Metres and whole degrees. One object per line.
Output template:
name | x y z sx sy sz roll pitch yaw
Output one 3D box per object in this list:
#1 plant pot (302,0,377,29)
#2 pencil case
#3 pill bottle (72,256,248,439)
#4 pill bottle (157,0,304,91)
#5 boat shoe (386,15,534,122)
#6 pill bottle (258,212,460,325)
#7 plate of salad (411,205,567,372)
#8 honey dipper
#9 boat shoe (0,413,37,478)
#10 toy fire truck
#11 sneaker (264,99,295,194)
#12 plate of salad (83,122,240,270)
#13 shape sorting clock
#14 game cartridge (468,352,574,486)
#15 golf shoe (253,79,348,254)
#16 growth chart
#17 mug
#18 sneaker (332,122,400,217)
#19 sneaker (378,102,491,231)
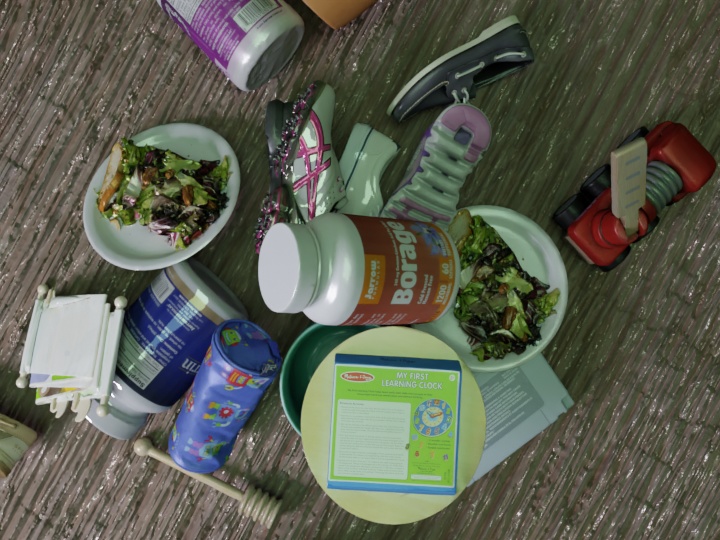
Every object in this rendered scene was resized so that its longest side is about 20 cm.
plant pot | -0.030 -0.376 0.733 0.200 0.200 0.140 46 107 -1
pencil case | -0.153 0.145 0.736 0.085 0.079 0.202 13 127 -26
pill bottle | -0.235 0.091 0.758 0.116 0.116 0.200 43 90 -1
pill bottle | -0.169 -0.320 0.759 0.112 0.112 0.200 -44 90 -1
boat shoe | 0.124 -0.230 0.785 0.198 0.073 0.063 -34 88 -5
pill bottle | 0.000 0.000 0.673 0.197 0.111 0.115 2 90 -36
plate of salad | 0.147 0.017 0.773 0.196 0.048 0.204 -2 77 8
honey dipper | -0.190 0.256 0.799 0.197 0.038 0.039 27 90 1
boat shoe | -0.483 0.171 0.784 0.198 0.072 0.065 31 55 7
toy fire truck | 0.315 -0.099 0.724 0.176 0.200 0.129 -45 91 0
sneaker | -0.073 -0.106 0.780 0.077 0.075 0.205 -2 91 -3
plate of salad | -0.237 -0.096 0.758 0.196 0.048 0.204 -4 63 8
shape sorting clock | 0.035 0.161 0.686 0.195 0.039 0.205 0 87 -2
game cartridge | 0.149 0.169 0.805 0.199 0.040 0.134 -35 94 -1
golf shoe | -0.054 -0.107 0.725 0.090 0.072 0.204 15 89 -19
growth chart | -0.333 0.090 0.736 0.197 0.018 0.148 2 76 36
mug | -0.004 0.137 0.762 0.152 0.114 0.185 -45 92 -1
sneaker | -0.008 -0.075 0.782 0.070 0.073 0.203 21 90 3
sneaker | 0.082 -0.106 0.782 0.080 0.089 0.202 27 104 -13
